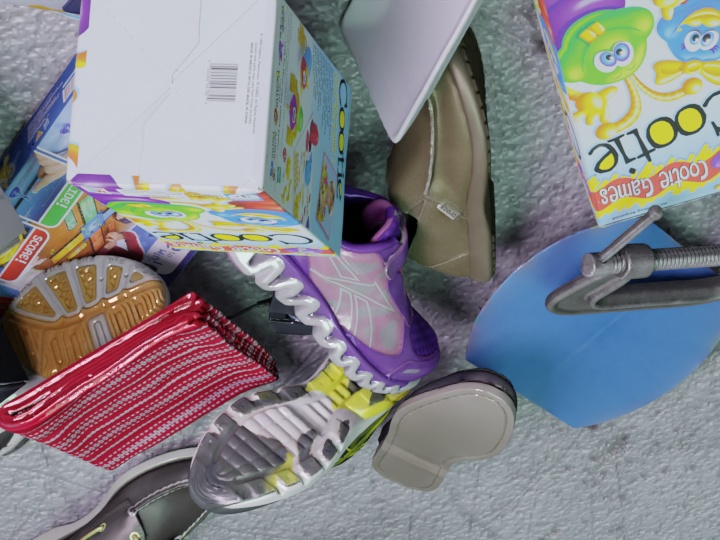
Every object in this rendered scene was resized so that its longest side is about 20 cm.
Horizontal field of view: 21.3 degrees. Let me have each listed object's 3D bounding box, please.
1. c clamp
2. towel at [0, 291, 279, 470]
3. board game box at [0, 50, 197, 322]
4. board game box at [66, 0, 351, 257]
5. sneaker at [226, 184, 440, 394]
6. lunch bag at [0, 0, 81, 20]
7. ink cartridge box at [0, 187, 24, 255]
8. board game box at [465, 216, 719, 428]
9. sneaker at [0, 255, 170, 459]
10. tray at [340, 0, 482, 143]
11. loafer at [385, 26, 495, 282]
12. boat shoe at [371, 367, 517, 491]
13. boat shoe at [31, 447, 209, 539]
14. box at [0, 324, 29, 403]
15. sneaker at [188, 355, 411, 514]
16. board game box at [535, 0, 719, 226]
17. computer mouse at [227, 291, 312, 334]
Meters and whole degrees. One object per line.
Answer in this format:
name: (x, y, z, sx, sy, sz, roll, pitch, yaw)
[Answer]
c clamp: (0.207, 0.001, 1.217, 0.199, 0.027, 0.171, -2, 160, -34)
towel: (-0.134, 0.077, 1.210, 0.144, 0.023, 0.200, -30, 162, 4)
board game box: (-0.166, -0.034, 1.198, 0.135, 0.035, 0.200, 22, 125, -30)
board game box: (-0.075, -0.075, 1.029, 0.102, 0.106, 0.200, 2, 171, 11)
sneaker: (0.000, 0.000, 1.184, 0.088, 0.081, 0.200, -31, 130, 18)
lunch bag: (-0.118, -0.202, 0.987, 0.168, 0.128, 0.200, 11, 137, -22)
ink cartridge box: (-0.299, -0.061, 1.044, 0.144, 0.083, 0.201, -29, 99, 14)
board game box: (0.163, 0.026, 1.330, 0.158, 0.039, 0.199, -41, 134, 19)
sneaker: (-0.193, 0.058, 1.221, 0.199, 0.076, 0.088, -29, 151, 20)
tray: (0.051, -0.177, 1.060, 0.022, 0.108, 0.201, 6, 133, -29)
loafer: (0.048, -0.068, 1.183, 0.067, 0.076, 0.201, -5, 131, 4)
boat shoe: (0.059, 0.094, 1.307, 0.072, 0.063, 0.200, 26, 154, -6)
boat shoe: (-0.173, 0.201, 1.406, 0.201, 0.061, 0.072, -35, 131, 21)
box: (-0.321, 0.062, 1.174, 0.199, 0.142, 0.079, -35, 163, 21)
sneaker: (-0.037, 0.116, 1.295, 0.199, 0.075, 0.085, -30, 157, -35)
board game box: (0.158, -0.141, 1.108, 0.102, 0.105, 0.201, -17, 134, 5)
computer mouse: (-0.067, 0.033, 1.261, 0.198, 0.034, 0.059, -16, 146, -11)
